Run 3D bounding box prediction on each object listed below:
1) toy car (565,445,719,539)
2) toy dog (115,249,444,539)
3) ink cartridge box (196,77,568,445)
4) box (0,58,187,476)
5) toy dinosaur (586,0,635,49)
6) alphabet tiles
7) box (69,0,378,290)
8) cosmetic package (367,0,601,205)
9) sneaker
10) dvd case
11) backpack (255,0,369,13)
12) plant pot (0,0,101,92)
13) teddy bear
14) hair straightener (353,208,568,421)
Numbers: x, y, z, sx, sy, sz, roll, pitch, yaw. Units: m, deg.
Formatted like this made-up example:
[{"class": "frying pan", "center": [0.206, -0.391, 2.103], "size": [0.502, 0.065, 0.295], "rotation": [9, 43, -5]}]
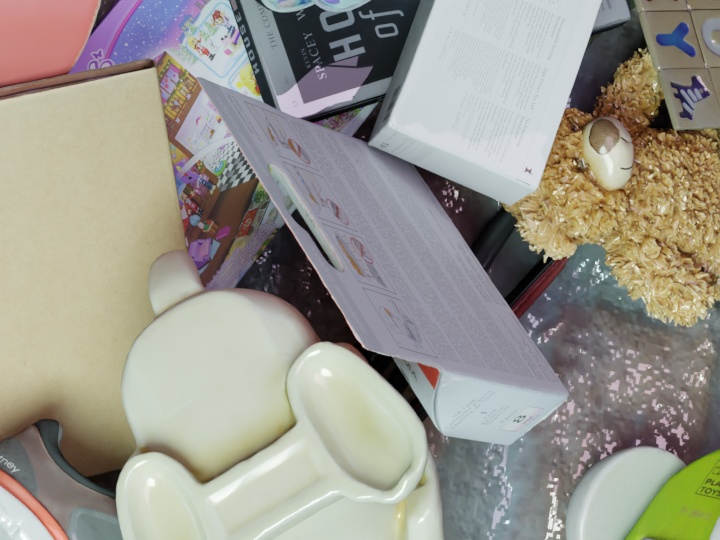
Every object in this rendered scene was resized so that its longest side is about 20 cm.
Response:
[{"class": "toy car", "center": [0.175, 0.191, 1.226], "size": [0.150, 0.175, 0.201], "rotation": [38, 74, -27]}, {"class": "toy dog", "center": [-0.040, 0.099, 1.131], "size": [0.139, 0.200, 0.194], "rotation": [-40, 64, -2]}, {"class": "ink cartridge box", "center": [0.000, 0.000, 1.140], "size": [0.057, 0.200, 0.163], "rotation": [-44, 63, 22]}, {"class": "box", "center": [-0.160, 0.011, 1.160], "size": [0.163, 0.021, 0.201], "rotation": [-13, 112, -11]}, {"class": "toy dinosaur", "center": [0.101, -0.144, 1.299], "size": [0.200, 0.047, 0.088], "rotation": [-35, 100, -20]}, {"class": "alphabet tiles", "center": [0.232, -0.127, 1.317], "size": [0.199, 0.006, 0.167], "rotation": [-5, 73, -34]}, {"class": "box", "center": [-0.083, -0.079, 1.234], "size": [0.137, 0.039, 0.200], "rotation": [41, 74, -10]}, {"class": "cosmetic package", "center": [0.077, -0.141, 1.212], "size": [0.082, 0.051, 0.201], "rotation": [23, 76, -8]}, {"class": "sneaker", "center": [-0.102, 0.149, 1.132], "size": [0.200, 0.077, 0.082], "rotation": [51, 53, -10]}, {"class": "dvd case", "center": [0.025, -0.170, 1.241], "size": [0.199, 0.025, 0.151], "rotation": [-18, 87, -18]}, {"class": "backpack", "center": [-0.014, -0.231, 1.105], "size": [0.177, 0.151, 0.200], "rotation": [-34, 132, -14]}, {"class": "plant pot", "center": [-0.221, -0.164, 1.130], "size": [0.177, 0.200, 0.202], "rotation": [7, 82, -28]}, {"class": "teddy bear", "center": [0.163, -0.042, 1.278], "size": [0.200, 0.067, 0.146], "rotation": [32, 67, -27]}, {"class": "hair straightener", "center": [0.020, 0.038, 1.262], "size": [0.077, 0.041, 0.200], "rotation": [44, 78, -5]}]
